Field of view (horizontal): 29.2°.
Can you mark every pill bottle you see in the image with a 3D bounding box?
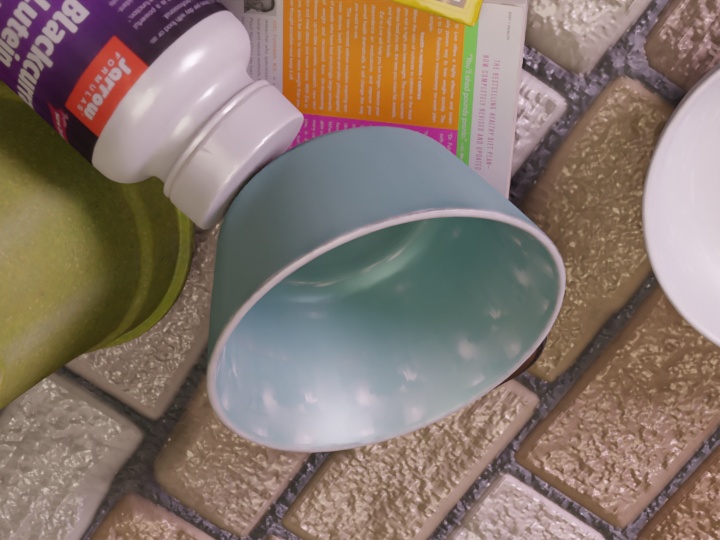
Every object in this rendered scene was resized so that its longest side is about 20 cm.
[{"bbox_3d":[-0.130,-0.119,0.743,0.200,0.111,0.112,42,114,3],"label":"pill bottle"}]

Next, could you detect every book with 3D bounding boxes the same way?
[{"bbox_3d":[-0.008,-0.103,0.801,0.198,0.048,0.135,7,115,8],"label":"book"}]

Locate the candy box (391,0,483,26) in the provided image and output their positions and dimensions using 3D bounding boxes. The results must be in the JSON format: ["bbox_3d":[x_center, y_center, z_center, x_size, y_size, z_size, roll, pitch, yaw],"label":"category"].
[{"bbox_3d":[0.040,-0.233,0.693,0.101,0.026,0.202,18,114,3],"label":"candy box"}]

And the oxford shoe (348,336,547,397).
[{"bbox_3d":[0.021,0.073,0.852,0.198,0.085,0.073,-20,108,15],"label":"oxford shoe"}]

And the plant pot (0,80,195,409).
[{"bbox_3d":[-0.219,-0.003,0.786,0.198,0.184,0.202,7,117,14],"label":"plant pot"}]

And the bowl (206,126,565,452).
[{"bbox_3d":[0.000,0.000,0.752,0.199,0.106,0.202,-15,143,-11],"label":"bowl"}]

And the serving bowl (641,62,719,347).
[{"bbox_3d":[0.256,-0.045,0.773,0.198,0.066,0.202,3,113,7],"label":"serving bowl"}]
